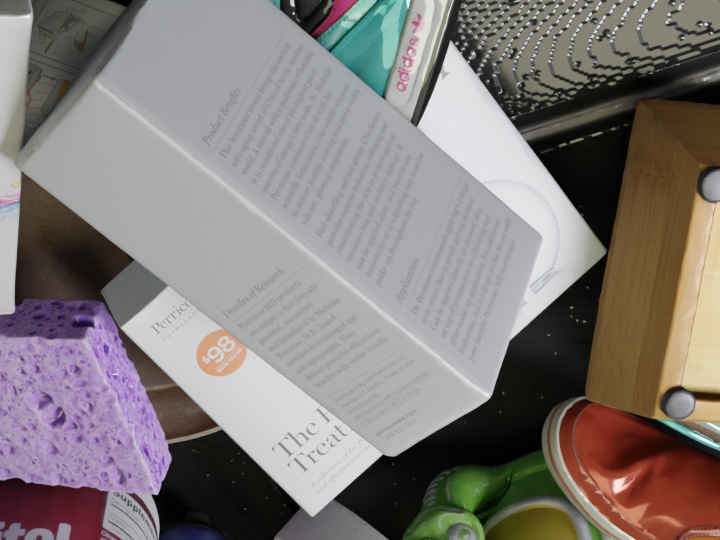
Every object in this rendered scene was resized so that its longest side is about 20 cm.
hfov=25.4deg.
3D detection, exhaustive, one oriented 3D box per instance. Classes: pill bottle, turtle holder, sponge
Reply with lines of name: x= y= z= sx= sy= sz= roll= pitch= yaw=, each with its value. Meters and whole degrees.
pill bottle: x=-0.166 y=0.165 z=0.841 sx=0.112 sy=0.200 sz=0.113 roll=-1 pitch=127 yaw=-1
turtle holder: x=0.123 y=0.166 z=0.891 sx=0.141 sy=0.132 sz=0.186 roll=-25 pitch=124 yaw=17
sponge: x=-0.202 y=0.060 z=0.799 sx=0.199 sy=0.030 sz=0.112 roll=1 pitch=134 yaw=19

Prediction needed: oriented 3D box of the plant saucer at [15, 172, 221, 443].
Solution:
plant saucer: x=-0.112 y=0.005 z=0.815 sx=0.199 sy=0.035 sz=0.201 roll=-6 pitch=127 yaw=-8

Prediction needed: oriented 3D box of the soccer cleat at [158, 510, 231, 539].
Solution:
soccer cleat: x=-0.058 y=0.219 z=0.951 sx=0.065 sy=0.084 sz=0.200 roll=-33 pitch=130 yaw=18

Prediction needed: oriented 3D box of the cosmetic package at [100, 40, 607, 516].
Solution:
cosmetic package: x=0.000 y=0.000 z=0.772 sx=0.200 sy=0.052 sz=0.151 roll=-42 pitch=118 yaw=-1

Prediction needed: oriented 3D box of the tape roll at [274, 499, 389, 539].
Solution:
tape roll: x=0.035 y=0.204 z=0.887 sx=0.037 sy=0.203 sz=0.203 roll=-46 pitch=122 yaw=-13

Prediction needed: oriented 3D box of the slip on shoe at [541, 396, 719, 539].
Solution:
slip on shoe: x=0.186 y=0.125 z=0.841 sx=0.200 sy=0.074 sz=0.061 roll=33 pitch=142 yaw=-2

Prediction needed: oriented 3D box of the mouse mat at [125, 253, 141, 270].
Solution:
mouse mat: x=-0.036 y=-0.037 z=0.773 sx=0.161 sy=0.008 sz=0.200 roll=-33 pitch=122 yaw=-6

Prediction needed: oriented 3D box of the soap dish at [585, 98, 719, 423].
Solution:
soap dish: x=0.221 y=0.005 z=0.781 sx=0.199 sy=0.081 sz=0.158 roll=4 pitch=110 yaw=-8

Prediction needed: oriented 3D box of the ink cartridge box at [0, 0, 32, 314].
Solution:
ink cartridge box: x=-0.185 y=-0.060 z=0.681 sx=0.067 sy=0.117 sz=0.200 roll=-3 pitch=135 yaw=-20

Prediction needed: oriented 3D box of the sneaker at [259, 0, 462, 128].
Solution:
sneaker: x=-0.004 y=-0.171 z=0.673 sx=0.120 sy=0.084 sz=0.201 roll=17 pitch=105 yaw=4

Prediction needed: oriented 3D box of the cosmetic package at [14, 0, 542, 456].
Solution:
cosmetic package: x=-0.028 y=-0.027 z=0.658 sx=0.200 sy=0.102 sz=0.071 roll=40 pitch=134 yaw=-15

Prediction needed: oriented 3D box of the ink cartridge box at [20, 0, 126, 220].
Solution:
ink cartridge box: x=-0.206 y=-0.096 z=0.755 sx=0.200 sy=0.057 sz=0.163 roll=13 pitch=128 yaw=-37

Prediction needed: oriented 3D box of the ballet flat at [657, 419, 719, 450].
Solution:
ballet flat: x=0.237 y=0.082 z=0.881 sx=0.200 sy=0.069 sz=0.071 roll=29 pitch=103 yaw=-25
